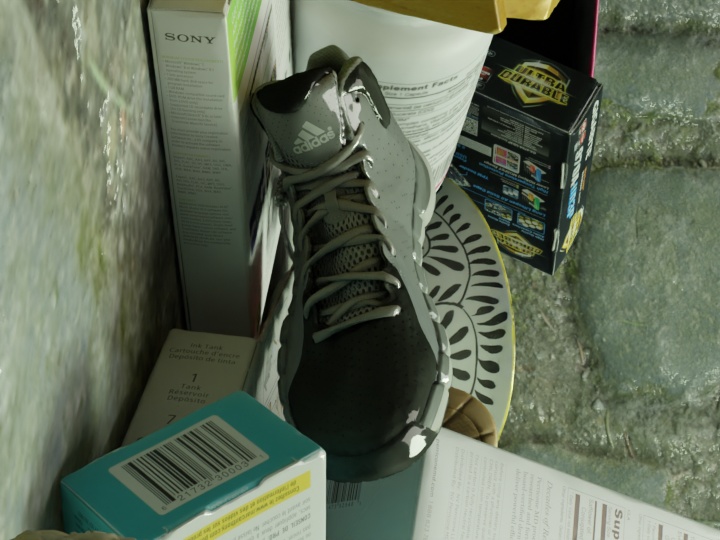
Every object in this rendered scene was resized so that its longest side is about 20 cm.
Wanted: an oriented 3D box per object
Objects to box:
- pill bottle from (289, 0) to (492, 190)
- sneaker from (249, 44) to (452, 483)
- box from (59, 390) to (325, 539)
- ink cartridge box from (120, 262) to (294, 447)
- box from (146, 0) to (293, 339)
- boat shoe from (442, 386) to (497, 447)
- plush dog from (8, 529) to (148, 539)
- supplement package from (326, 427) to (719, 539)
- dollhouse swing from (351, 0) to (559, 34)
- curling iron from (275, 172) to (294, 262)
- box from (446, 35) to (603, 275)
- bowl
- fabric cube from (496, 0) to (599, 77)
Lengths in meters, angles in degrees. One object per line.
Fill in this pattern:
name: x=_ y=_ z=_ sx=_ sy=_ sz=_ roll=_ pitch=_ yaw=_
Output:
pill bottle: x=0.010 y=-0.123 z=0.841 sx=0.201 sy=0.112 sz=0.114 roll=106 pitch=-7 yaw=-56
sneaker: x=-0.015 y=-0.018 z=0.663 sx=0.201 sy=0.074 sz=0.116 roll=-92 pitch=161 yaw=-47
box: x=-0.058 y=0.150 z=0.602 sx=0.082 sy=0.049 sz=0.202 roll=-25 pitch=130 yaw=-35
ink cartridge box: x=-0.063 y=0.113 z=0.724 sx=0.177 sy=0.044 sz=0.202 roll=-73 pitch=168 yaw=-58
box: x=-0.058 y=-0.081 z=0.734 sx=0.201 sy=0.036 sz=0.145 roll=91 pitch=6 yaw=-46
boat shoe: x=0.010 y=0.153 z=0.823 sx=0.201 sy=0.073 sz=0.069 roll=-62 pitch=-176 yaw=-3
plush dog: x=-0.068 y=0.150 z=0.404 sx=0.200 sy=0.159 sz=0.173 roll=161 pitch=-80 yaw=-65
supplement package: x=0.065 y=0.153 z=0.726 sx=0.113 sy=0.199 sz=0.110 roll=-18 pitch=-124 yaw=52
dollhouse swing: x=0.006 y=-0.207 z=0.578 sx=0.200 sy=0.180 sz=0.177 roll=-54 pitch=158 yaw=-66
curling iron: x=0.000 y=0.000 z=0.841 sx=0.200 sy=0.025 sz=0.050 roll=47 pitch=35 yaw=-62
box: x=0.047 y=-0.092 z=1.014 sx=0.046 sy=0.199 sz=0.159 roll=-56 pitch=161 yaw=-26
bowl: x=0.002 y=0.040 z=1.000 sx=0.200 sy=0.093 sz=0.203 roll=7 pitch=-82 yaw=60
fabric cube: x=0.071 y=-0.229 z=1.178 sx=0.200 sy=0.198 sz=0.198 roll=-76 pitch=169 yaw=-74
